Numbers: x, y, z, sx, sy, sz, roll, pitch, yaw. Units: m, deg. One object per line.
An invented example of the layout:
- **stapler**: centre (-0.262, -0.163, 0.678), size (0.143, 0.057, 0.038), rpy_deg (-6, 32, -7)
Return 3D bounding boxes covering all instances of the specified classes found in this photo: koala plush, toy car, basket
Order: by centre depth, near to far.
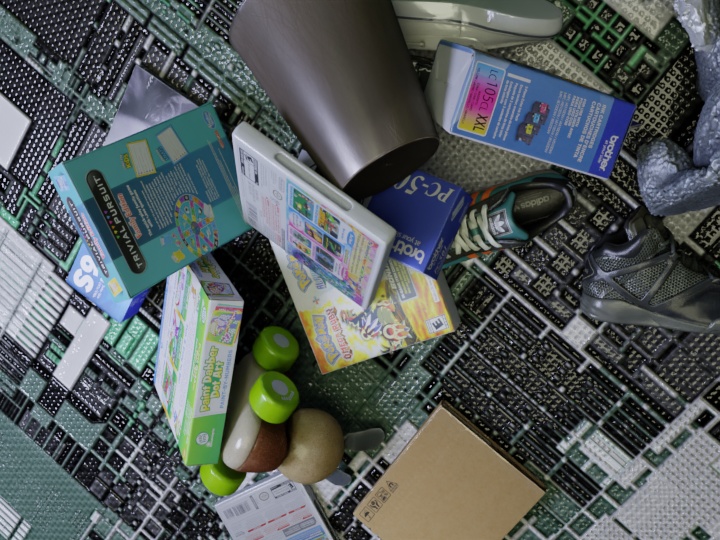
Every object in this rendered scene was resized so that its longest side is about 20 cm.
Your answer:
- **koala plush**: centre (0.359, -0.168, 0.680), size (0.172, 0.184, 0.206), rpy_deg (1, 78, -9)
- **basket**: centre (-0.017, -0.183, 0.732), size (0.179, 0.135, 0.203), rpy_deg (-32, 78, 31)
- **toy car**: centre (-0.073, 0.198, 0.933), size (0.197, 0.159, 0.165), rpy_deg (26, 119, -20)

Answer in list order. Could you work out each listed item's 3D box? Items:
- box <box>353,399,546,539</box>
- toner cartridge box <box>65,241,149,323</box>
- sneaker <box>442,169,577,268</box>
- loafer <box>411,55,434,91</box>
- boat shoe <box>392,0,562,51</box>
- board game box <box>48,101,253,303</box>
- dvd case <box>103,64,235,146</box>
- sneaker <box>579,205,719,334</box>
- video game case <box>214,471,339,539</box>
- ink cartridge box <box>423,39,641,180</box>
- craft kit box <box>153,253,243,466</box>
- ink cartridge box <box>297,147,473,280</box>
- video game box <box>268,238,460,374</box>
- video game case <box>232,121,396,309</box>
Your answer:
- **box**: centre (0.107, 0.286, 0.937), size (0.162, 0.021, 0.202), rpy_deg (38, 110, 5)
- **toner cartridge box**: centre (-0.289, -0.043, 0.948), size (0.094, 0.043, 0.202), rpy_deg (33, 112, 5)
- **sneaker**: centre (0.132, -0.053, 0.796), size (0.196, 0.080, 0.073), rpy_deg (-24, 97, 7)
- **loafer**: centre (0.003, -0.198, 0.828), size (0.195, 0.063, 0.074), rpy_deg (3, 104, 16)
- **boat shoe**: centre (0.109, -0.250, 0.789), size (0.195, 0.072, 0.071), rpy_deg (8, 130, 12)
- **board game box**: centre (-0.219, -0.080, 0.841), size (0.046, 0.199, 0.154), rpy_deg (-10, 108, 48)
- **dvd case**: centre (-0.259, -0.129, 0.948), size (0.147, 0.016, 0.203), rpy_deg (33, 110, 6)
- **sneaker**: centre (0.329, -0.001, 0.772), size (0.195, 0.076, 0.117), rpy_deg (7, 112, 21)
- **video game case**: centre (-0.095, 0.377, 1.022), size (0.141, 0.018, 0.203), rpy_deg (-27, 94, 20)
- **ink cartridge box**: centre (0.169, -0.153, 0.730), size (0.195, 0.137, 0.078), rpy_deg (15, 108, -14)
- **craft kit box**: centre (-0.199, 0.089, 0.901), size (0.047, 0.198, 0.205), rpy_deg (4, 110, -25)
- **ink cartridge box**: centre (0.012, -0.074, 0.804), size (0.197, 0.044, 0.096), rpy_deg (26, 91, 28)
- **video game box**: centre (0.000, 0.000, 0.888), size (0.179, 0.047, 0.204), rpy_deg (-20, 97, 22)
- **video game case**: centre (-0.051, -0.047, 0.780), size (0.180, 0.201, 0.024), rpy_deg (36, 71, 8)
